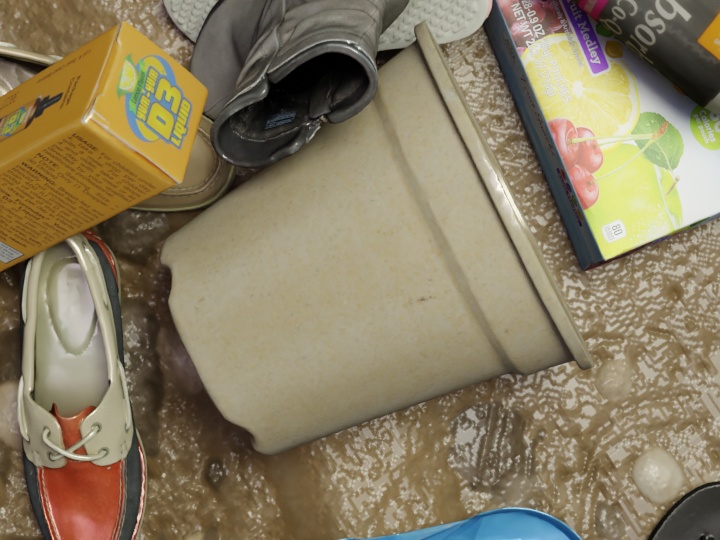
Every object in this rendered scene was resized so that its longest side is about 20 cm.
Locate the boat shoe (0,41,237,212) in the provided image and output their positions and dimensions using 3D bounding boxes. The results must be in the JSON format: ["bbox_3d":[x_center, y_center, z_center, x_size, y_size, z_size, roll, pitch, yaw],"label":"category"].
[{"bbox_3d":[-0.168,-0.087,0.761,0.197,0.065,0.073,21,86,1],"label":"boat shoe"}]

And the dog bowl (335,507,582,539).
[{"bbox_3d":[0.040,0.199,0.752,0.197,0.050,0.113,-11,86,-1],"label":"dog bowl"}]

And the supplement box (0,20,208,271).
[{"bbox_3d":[-0.170,-0.055,0.695,0.069,0.199,0.067,35,52,-32],"label":"supplement box"}]

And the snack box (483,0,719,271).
[{"bbox_3d":[0.193,-0.117,0.768,0.198,0.068,0.171,-23,85,-4],"label":"snack box"}]

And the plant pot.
[{"bbox_3d":[0.000,0.000,0.708,0.182,0.200,0.203,-27,87,8],"label":"plant pot"}]

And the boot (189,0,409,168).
[{"bbox_3d":[-0.050,-0.103,0.688,0.070,0.199,0.133,37,51,-17],"label":"boot"}]

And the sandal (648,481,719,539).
[{"bbox_3d":[0.177,0.217,0.754,0.075,0.045,0.202,31,86,2],"label":"sandal"}]

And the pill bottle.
[{"bbox_3d":[0.185,-0.155,0.681,0.199,0.116,0.117,39,86,5],"label":"pill bottle"}]

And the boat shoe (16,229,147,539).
[{"bbox_3d":[-0.162,0.076,0.752,0.070,0.063,0.203,-3,87,-3],"label":"boat shoe"}]

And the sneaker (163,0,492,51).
[{"bbox_3d":[-0.013,-0.182,0.774,0.197,0.076,0.106,0,50,19],"label":"sneaker"}]
